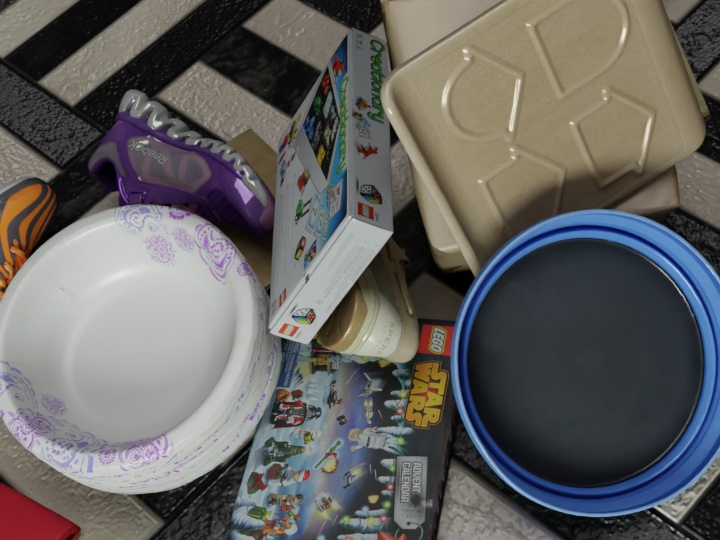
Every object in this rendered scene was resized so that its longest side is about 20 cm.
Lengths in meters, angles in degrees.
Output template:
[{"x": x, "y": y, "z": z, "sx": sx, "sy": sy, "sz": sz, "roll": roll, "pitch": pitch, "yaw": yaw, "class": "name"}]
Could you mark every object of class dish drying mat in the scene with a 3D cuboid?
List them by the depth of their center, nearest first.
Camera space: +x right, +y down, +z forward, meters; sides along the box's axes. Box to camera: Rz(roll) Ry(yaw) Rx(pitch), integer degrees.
[{"x": -0.302, "y": 0.178, "z": 0.970, "sx": 0.200, "sy": 0.018, "sz": 0.077, "roll": 19, "pitch": 59, "yaw": 25, "class": "dish drying mat"}]

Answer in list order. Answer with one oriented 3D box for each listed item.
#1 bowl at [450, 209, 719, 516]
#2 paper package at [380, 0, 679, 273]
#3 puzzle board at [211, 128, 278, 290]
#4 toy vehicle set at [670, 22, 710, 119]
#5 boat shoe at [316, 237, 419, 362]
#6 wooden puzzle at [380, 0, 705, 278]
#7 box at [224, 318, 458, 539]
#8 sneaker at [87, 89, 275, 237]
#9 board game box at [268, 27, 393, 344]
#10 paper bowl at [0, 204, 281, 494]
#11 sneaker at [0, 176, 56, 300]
[{"x": 0.155, "y": 0.061, "z": 0.886, "sx": 0.200, "sy": 0.039, "sz": 0.201, "roll": 1, "pitch": 86, "yaw": -9, "class": "bowl"}, {"x": 0.126, "y": -0.114, "z": 1.002, "sx": 0.190, "sy": 0.103, "sz": 0.200, "roll": -10, "pitch": 79, "yaw": 4, "class": "paper package"}, {"x": -0.129, "y": -0.020, "z": 1.086, "sx": 0.200, "sy": 0.017, "sz": 0.151, "roll": -35, "pitch": 56, "yaw": -14, "class": "puzzle board"}, {"x": 0.165, "y": -0.143, "z": 1.077, "sx": 0.200, "sy": 0.027, "sz": 0.124, "roll": -21, "pitch": 79, "yaw": -3, "class": "toy vehicle set"}, {"x": 0.000, "y": 0.000, "z": 0.978, "sx": 0.065, "sy": 0.072, "sz": 0.200, "roll": 21, "pitch": 25, "yaw": -21, "class": "boat shoe"}, {"x": 0.122, "y": -0.109, "z": 0.884, "sx": 0.200, "sy": 0.185, "sz": 0.046, "roll": -35, "pitch": 38, "yaw": -4, "class": "wooden puzzle"}, {"x": -0.005, "y": 0.121, "z": 0.937, "sx": 0.137, "sy": 0.040, "sz": 0.200, "roll": 4, "pitch": 54, "yaw": 13, "class": "box"}, {"x": -0.146, "y": -0.067, "z": 1.072, "sx": 0.200, "sy": 0.081, "sz": 0.088, "roll": 31, "pitch": 72, "yaw": 34, "class": "sneaker"}, {"x": -0.022, "y": -0.063, "z": 0.948, "sx": 0.035, "sy": 0.126, "sz": 0.200, "roll": 20, "pitch": 44, "yaw": -20, "class": "board game box"}, {"x": -0.156, "y": 0.061, "z": 0.959, "sx": 0.200, "sy": 0.104, "sz": 0.201, "roll": -6, "pitch": 65, "yaw": 12, "class": "paper bowl"}, {"x": -0.281, "y": 0.024, "z": 1.055, "sx": 0.112, "sy": 0.078, "sz": 0.200, "roll": 26, "pitch": 73, "yaw": 23, "class": "sneaker"}]
